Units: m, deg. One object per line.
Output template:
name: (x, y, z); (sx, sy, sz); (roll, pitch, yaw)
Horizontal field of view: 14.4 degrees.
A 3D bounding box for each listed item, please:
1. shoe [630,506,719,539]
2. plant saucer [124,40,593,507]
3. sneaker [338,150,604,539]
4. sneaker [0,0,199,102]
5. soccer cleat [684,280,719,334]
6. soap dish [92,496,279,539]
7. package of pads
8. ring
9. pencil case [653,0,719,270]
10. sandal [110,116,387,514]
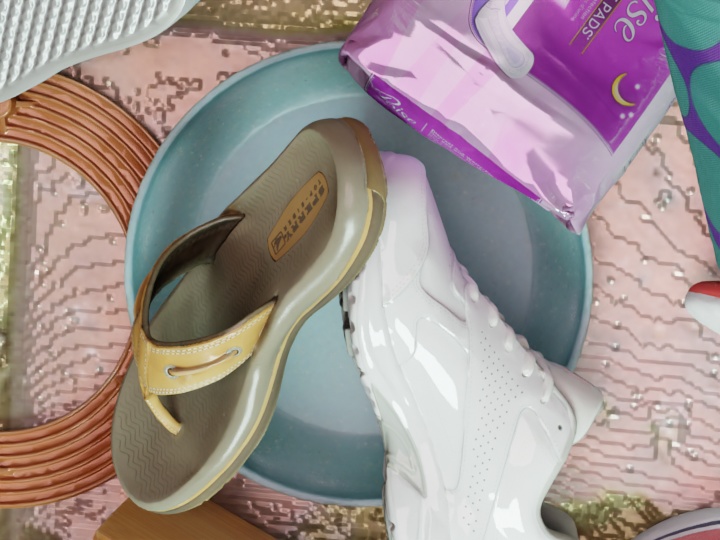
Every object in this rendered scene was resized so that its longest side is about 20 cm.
shoe: (0.096, 0.178, 1.209); (0.200, 0.091, 0.072); (-37, 91, 12)
plant saucer: (0.000, 0.000, 1.222); (0.199, 0.036, 0.201); (1, 100, 5)
sneaker: (0.047, 0.042, 1.177); (0.099, 0.078, 0.200); (-12, 107, 1)
sneaker: (-0.133, -0.119, 1.219); (0.200, 0.082, 0.074); (-6, 110, 32)
soccer cleat: (0.225, 0.058, 1.184); (0.200, 0.069, 0.085); (19, 92, 1)
soap dish: (-0.072, 0.209, 1.220); (0.157, 0.081, 0.200); (28, 105, 30)
package of pads: (0.095, -0.127, 1.144); (0.120, 0.076, 0.200); (36, 88, -1)
ring: (-0.164, 0.008, 1.262); (0.200, 0.019, 0.201); (1, 98, 9)
pencil case: (0.166, -0.063, 1.085); (0.092, 0.200, 0.085); (-40, 47, -21)
sandal: (-0.058, 0.015, 1.154); (0.200, 0.054, 0.080); (-55, 48, 33)
